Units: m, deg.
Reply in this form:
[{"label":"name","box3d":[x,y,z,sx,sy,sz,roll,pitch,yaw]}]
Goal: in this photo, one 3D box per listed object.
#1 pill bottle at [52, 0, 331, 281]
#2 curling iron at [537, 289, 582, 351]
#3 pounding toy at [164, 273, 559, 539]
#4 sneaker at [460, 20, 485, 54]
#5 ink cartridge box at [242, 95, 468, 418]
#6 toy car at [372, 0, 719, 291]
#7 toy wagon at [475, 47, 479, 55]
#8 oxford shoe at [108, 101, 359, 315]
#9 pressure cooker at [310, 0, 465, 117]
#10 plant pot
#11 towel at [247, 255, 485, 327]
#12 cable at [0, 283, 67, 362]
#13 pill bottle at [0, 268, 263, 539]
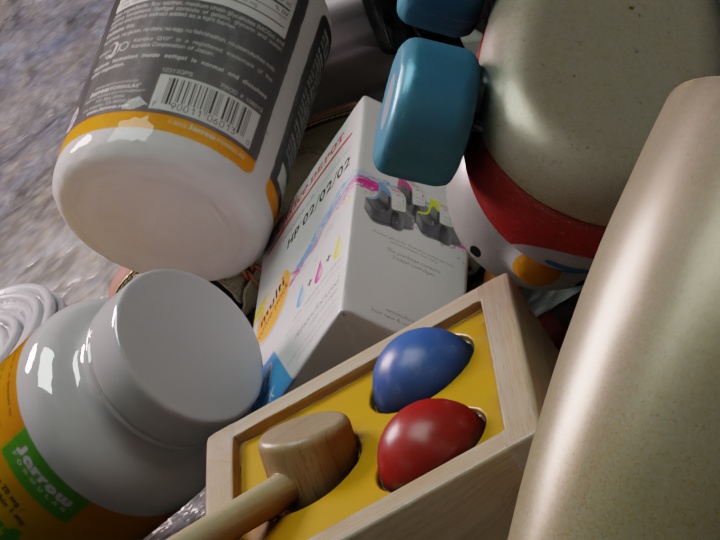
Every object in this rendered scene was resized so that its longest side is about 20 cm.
[{"label":"pill bottle","box3d":[-0.080,-0.103,1.510,0.116,0.116,0.200,-16,44,37]},{"label":"curling iron","box3d":[0.094,0.038,1.363,0.200,0.050,0.026,-40,23,-30]},{"label":"pounding toy","box3d":[-0.003,0.106,1.210,0.200,0.142,0.184,-29,22,10]},{"label":"sneaker","box3d":[0.141,-0.161,1.542,0.200,0.080,0.074,-30,25,-6]},{"label":"ink cartridge box","box3d":[0.000,0.000,1.422,0.115,0.068,0.200,-54,19,37]},{"label":"toy car","box3d":[0.090,-0.039,1.306,0.200,0.184,0.177,110,172,-49]},{"label":"toy wagon","box3d":[0.143,-0.095,1.422,0.200,0.155,0.040,-15,-5,40]},{"label":"oxford shoe","box3d":[-0.052,-0.013,1.569,0.200,0.071,0.074,-40,22,15]},{"label":"pressure cooker","box3d":[0.036,-0.151,1.665,0.200,0.179,0.176,-17,47,34]},{"label":"plant pot","box3d":[0.142,0.062,1.090,0.200,0.187,0.187,-55,27,-15]},{"label":"towel","box3d":[0.008,-0.006,1.579,0.192,0.035,0.200,-18,27,33]},{"label":"cable","box3d":[-0.238,0.091,1.667,0.200,0.069,0.200,-7,34,48]},{"label":"pill bottle","box3d":[-0.134,0.083,1.409,0.200,0.111,0.111,-41,12,42]}]
